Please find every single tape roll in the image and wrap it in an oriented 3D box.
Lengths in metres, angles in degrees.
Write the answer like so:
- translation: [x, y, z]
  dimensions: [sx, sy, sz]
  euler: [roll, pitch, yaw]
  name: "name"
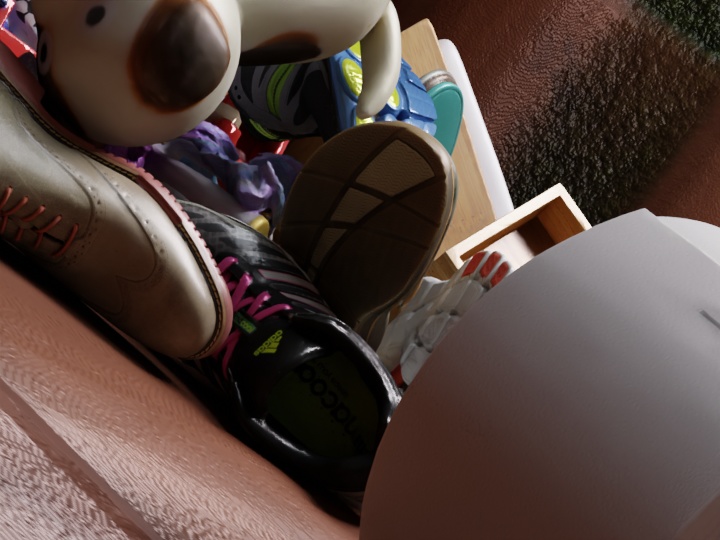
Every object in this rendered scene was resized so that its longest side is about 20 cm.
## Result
- translation: [0.118, 0.100, 0.971]
  dimensions: [0.202, 0.203, 0.139]
  euler: [35, 5, -44]
  name: "tape roll"

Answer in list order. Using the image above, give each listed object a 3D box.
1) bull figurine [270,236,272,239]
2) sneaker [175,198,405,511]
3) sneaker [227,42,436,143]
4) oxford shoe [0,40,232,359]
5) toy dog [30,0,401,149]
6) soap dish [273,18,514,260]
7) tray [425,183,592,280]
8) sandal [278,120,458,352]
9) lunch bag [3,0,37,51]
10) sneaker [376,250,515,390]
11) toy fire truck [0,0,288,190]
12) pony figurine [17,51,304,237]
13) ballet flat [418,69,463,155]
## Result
- translation: [0.006, 0.041, 1.575]
  dimensions: [0.199, 0.122, 0.065]
  euler: [31, 40, 23]
  name: "bull figurine"
- translation: [-0.042, 0.034, 1.254]
  dimensions: [0.200, 0.074, 0.087]
  euler: [44, -2, 12]
  name: "sneaker"
- translation: [-0.021, -0.092, 1.437]
  dimensions: [0.071, 0.083, 0.200]
  euler: [26, 17, -33]
  name: "sneaker"
- translation: [-0.144, -0.026, 1.217]
  dimensions: [0.200, 0.071, 0.075]
  euler: [41, 31, 7]
  name: "oxford shoe"
- translation: [-0.080, -0.134, 1.295]
  dimensions: [0.139, 0.200, 0.195]
  euler: [-7, -65, 41]
  name: "toy dog"
- translation: [0.004, -0.039, 1.671]
  dimensions: [0.081, 0.200, 0.158]
  euler: [-10, 74, -32]
  name: "soap dish"
- translation: [0.129, 0.059, 1.521]
  dimensions: [0.201, 0.098, 0.037]
  euler: [55, -37, 7]
  name: "tray"
- translation: [0.000, 0.000, 1.315]
  dimensions: [0.080, 0.201, 0.054]
  euler: [42, 46, 20]
  name: "sandal"
- translation: [-0.124, -0.130, 1.691]
  dimensions: [0.198, 0.125, 0.170]
  euler: [-1, 9, -6]
  name: "lunch bag"
- translation: [0.064, 0.044, 1.323]
  dimensions: [0.082, 0.077, 0.200]
  euler: [38, -6, -10]
  name: "sneaker"
- translation: [-0.152, -0.101, 1.527]
  dimensions: [0.200, 0.049, 0.141]
  euler: [38, -33, -19]
  name: "toy fire truck"
- translation: [-0.117, -0.064, 1.407]
  dimensions: [0.200, 0.166, 0.194]
  euler: [36, -30, 20]
  name: "pony figurine"
- translation: [-0.007, -0.024, 1.487]
  dimensions: [0.064, 0.201, 0.067]
  euler: [30, 16, 37]
  name: "ballet flat"
